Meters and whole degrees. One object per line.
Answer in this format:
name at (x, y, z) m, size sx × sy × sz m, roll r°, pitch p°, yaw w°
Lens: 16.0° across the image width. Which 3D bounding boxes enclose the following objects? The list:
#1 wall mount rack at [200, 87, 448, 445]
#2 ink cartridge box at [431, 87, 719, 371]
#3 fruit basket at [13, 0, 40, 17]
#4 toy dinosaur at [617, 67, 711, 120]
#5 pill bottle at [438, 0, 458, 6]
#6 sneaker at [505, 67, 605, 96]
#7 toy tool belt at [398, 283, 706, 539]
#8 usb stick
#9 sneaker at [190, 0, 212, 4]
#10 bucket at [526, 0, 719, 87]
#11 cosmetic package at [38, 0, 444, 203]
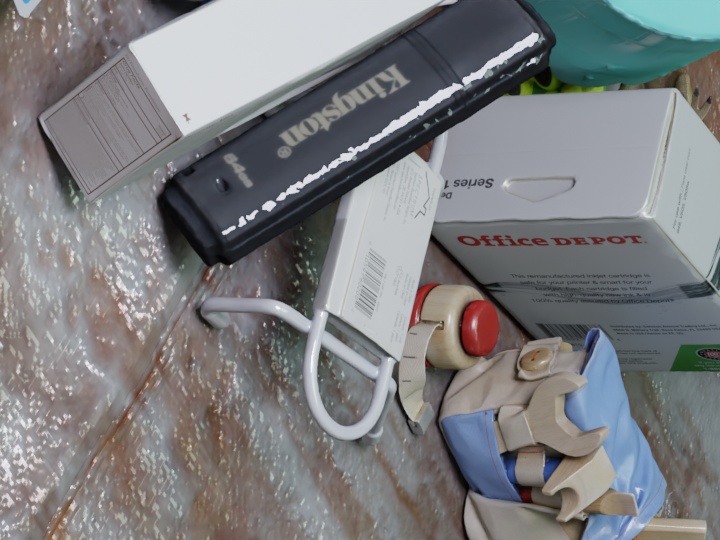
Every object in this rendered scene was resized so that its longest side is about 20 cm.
wall mount rack at (0.000, 0.000, 1.291) m, size 0.174 × 0.075 × 0.200 m, roll 38°, pitch 59°, yaw -47°
ink cartridge box at (0.145, -0.019, 1.443) m, size 0.200 × 0.147 × 0.083 m, roll 43°, pitch 54°, yaw -50°
fruit basket at (-0.120, -0.238, 1.075) m, size 0.185 × 0.094 × 0.200 m, roll -57°, pitch 139°, yaw -40°
toy dinosaur at (0.171, -0.109, 1.493) m, size 0.101 × 0.058 × 0.200 m, roll -82°, pitch 175°, yaw -63°
pill bottle at (0.018, -0.233, 1.269) m, size 0.114 × 0.114 × 0.200 m, roll -24°, pitch 111°, yaw -55°
sneaker at (0.119, -0.173, 1.466) m, size 0.084 × 0.074 × 0.200 m, roll -11°, pitch 100°, yaw -53°
toy tool belt at (0.114, 0.085, 1.419) m, size 0.125 × 0.123 × 0.200 m, roll -60°, pitch 137°, yaw -38°
usb stick at (0.001, -0.071, 1.212) m, size 0.200 × 0.055 × 0.033 m, roll -32°, pitch 156°, yaw -11°
sneaker at (-0.023, -0.205, 1.195) m, size 0.200 × 0.076 × 0.077 m, roll -46°, pitch 158°, yaw 8°
bucket at (0.154, -0.201, 1.359) m, size 0.207 × 0.135 × 0.207 m, roll 1°, pitch 87°, yaw -16°
cosmetic package at (-0.046, -0.102, 1.164) m, size 0.200 × 0.083 × 0.051 m, roll -32°, pitch 93°, yaw -43°
